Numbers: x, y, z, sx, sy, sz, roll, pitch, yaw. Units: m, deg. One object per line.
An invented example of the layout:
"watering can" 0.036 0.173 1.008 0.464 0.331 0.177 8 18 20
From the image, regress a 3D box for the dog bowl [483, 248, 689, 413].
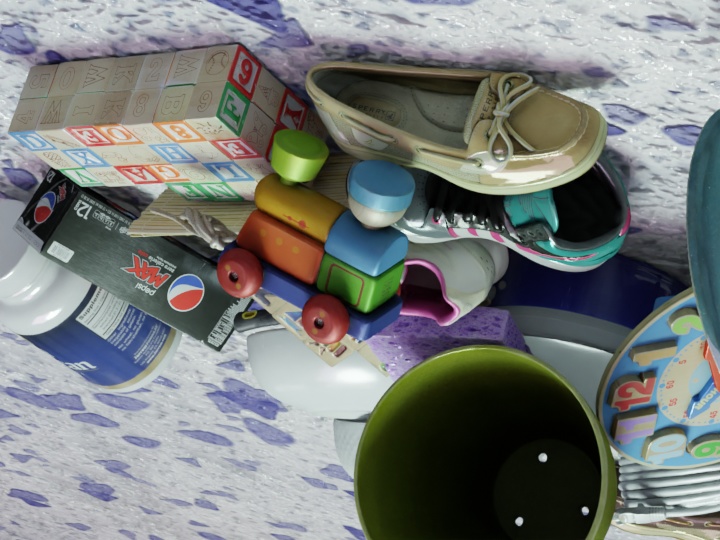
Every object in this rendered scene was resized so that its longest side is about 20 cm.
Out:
"dog bowl" 0.173 0.055 1.568 0.200 0.079 0.200 14 159 5

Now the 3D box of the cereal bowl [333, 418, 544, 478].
"cereal bowl" 0.076 0.165 1.791 0.200 0.083 0.200 -6 -179 0

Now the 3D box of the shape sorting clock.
"shape sorting clock" 0.268 0.076 1.464 0.200 0.039 0.200 -9 134 -9

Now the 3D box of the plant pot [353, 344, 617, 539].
"plant pot" 0.117 0.163 1.479 0.187 0.187 0.200 7 172 22

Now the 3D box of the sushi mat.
"sushi mat" -0.072 -0.057 1.448 0.200 0.096 0.012 0 132 34

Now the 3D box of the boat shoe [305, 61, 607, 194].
"boat shoe" 0.059 -0.100 1.277 0.200 0.073 0.063 14 161 30

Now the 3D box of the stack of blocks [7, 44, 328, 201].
"stack of blocks" -0.138 -0.101 1.424 0.200 0.059 0.115 0 154 36

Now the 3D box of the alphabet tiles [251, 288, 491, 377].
"alphabet tiles" 0.000 0.000 1.524 0.166 0.006 0.200 42 133 -12

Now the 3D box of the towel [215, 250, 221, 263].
"towel" -0.010 0.013 1.673 0.200 0.023 0.153 23 159 -23

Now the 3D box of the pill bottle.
"pill bottle" -0.254 0.020 1.734 0.111 0.111 0.200 0 153 36

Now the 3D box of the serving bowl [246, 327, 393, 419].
"serving bowl" 0.001 0.092 1.700 0.200 0.066 0.200 1 172 0

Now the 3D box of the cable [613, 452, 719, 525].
"cable" 0.311 0.157 1.641 0.200 0.069 0.200 -13 174 21

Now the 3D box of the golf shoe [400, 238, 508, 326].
"golf shoe" 0.003 -0.016 1.442 0.200 0.092 0.075 13 133 17

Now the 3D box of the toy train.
"toy train" -0.056 -0.045 1.331 0.200 0.085 0.116 28 122 21

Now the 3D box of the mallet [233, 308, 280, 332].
"mallet" -0.009 0.021 1.601 0.200 0.066 0.041 -4 132 31

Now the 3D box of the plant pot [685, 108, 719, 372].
"plant pot" 0.322 -0.016 1.155 0.196 0.200 0.200 -10 148 34

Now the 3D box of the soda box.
"soda box" -0.186 -0.008 1.656 0.200 0.063 0.071 33 -179 -36

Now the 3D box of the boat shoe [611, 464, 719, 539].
"boat shoe" 0.305 0.220 1.924 0.200 0.072 0.072 22 130 14

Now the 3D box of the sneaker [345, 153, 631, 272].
"sneaker" 0.097 -0.051 1.345 0.200 0.084 0.121 12 165 -12

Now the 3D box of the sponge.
"sponge" 0.082 0.081 1.531 0.111 0.030 0.200 0 154 19
